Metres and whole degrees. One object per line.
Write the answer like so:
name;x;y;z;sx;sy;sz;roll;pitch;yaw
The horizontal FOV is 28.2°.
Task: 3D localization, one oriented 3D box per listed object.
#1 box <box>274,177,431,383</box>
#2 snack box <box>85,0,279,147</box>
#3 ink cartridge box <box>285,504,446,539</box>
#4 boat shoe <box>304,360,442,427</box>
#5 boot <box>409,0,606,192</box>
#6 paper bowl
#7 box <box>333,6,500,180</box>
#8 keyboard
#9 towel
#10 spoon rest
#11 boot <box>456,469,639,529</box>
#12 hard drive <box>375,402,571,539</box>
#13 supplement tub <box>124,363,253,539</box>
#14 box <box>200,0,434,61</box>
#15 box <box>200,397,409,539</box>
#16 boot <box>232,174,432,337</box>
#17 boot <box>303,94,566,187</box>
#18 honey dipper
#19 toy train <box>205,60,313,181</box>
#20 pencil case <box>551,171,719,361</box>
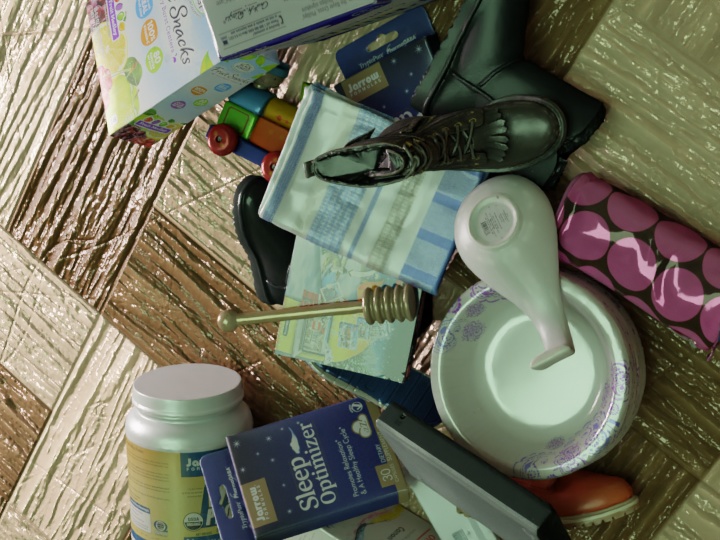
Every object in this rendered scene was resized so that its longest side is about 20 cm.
box;0.000;0.000;1.429;0.136;0.038;0.201;12;95;10
snack box;-0.191;-0.250;1.503;0.200;0.068;0.169;-28;66;31
ink cartridge box;0.015;0.303;1.544;0.200;0.116;0.068;29;117;19
boat shoe;0.001;0.102;1.502;0.200;0.072;0.072;39;81;0
boot;0.162;-0.192;1.346;0.168;0.076;0.200;32;106;9
paper bowl;0.176;0.097;1.387;0.200;0.104;0.201;1;93;26
box;0.051;-0.152;1.445;0.121;0.032;0.200;-24;90;33
keyboard;0.116;0.285;1.533;0.056;0.011;0.200;-31;87;14
towel;0.011;-0.080;1.392;0.200;0.024;0.147;25;97;9
spoon rest;0.148;0.002;1.319;0.099;0.061;0.200;-28;62;19
boot;0.183;0.201;1.446;0.200;0.075;0.108;2;100;31
hard drive;0.115;0.213;1.386;0.200;0.140;0.033;31;74;33
supplement tub;-0.192;0.219;1.622;0.144;0.145;0.201;8;108;28
box;-0.026;-0.281;1.352;0.184;0.200;0.105;-14;98;32
box;-0.061;0.214;1.508;0.032;0.199;0.121;84;167;-58
boot;-0.026;-0.016;1.490;0.200;0.066;0.165;13;137;30
boot;0.069;-0.105;1.265;0.199;0.174;0.069;-7;99;24
honey dipper;-0.046;0.040;1.402;0.199;0.038;0.038;-5;102;13
toy train;-0.054;-0.142;1.487;0.200;0.085;0.116;27;102;20
pencil case;0.268;-0.006;1.329;0.200;0.091;0.094;35;115;20
